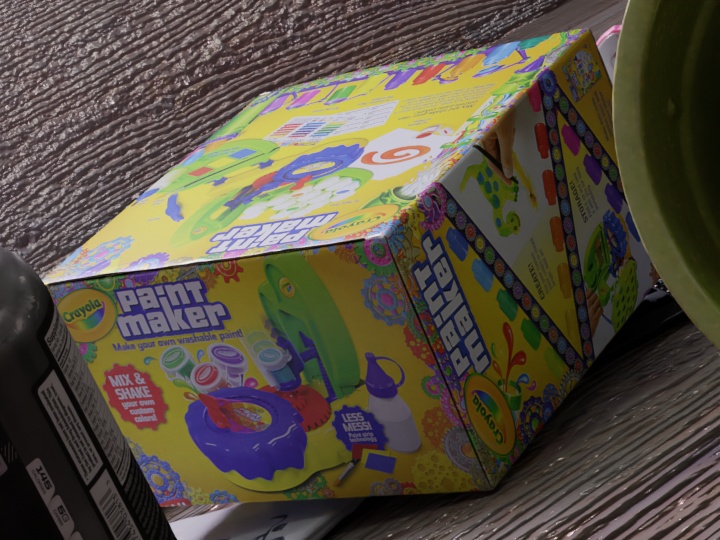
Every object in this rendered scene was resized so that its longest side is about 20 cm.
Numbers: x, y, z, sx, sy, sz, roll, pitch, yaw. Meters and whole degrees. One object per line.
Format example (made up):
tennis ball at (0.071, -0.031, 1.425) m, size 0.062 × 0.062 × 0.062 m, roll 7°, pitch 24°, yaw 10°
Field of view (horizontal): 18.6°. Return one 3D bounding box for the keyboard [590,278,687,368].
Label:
keyboard at (0.081, 0.030, 1.039) m, size 0.199 × 0.040 × 0.104 m, roll -27°, pitch 8°, yaw -8°

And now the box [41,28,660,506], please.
box at (0.000, 0.000, 0.983) m, size 0.199 × 0.122 × 0.193 m, roll -7°, pitch 25°, yaw 38°

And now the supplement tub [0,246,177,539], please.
supplement tub at (-0.142, 0.077, 0.772) m, size 0.122 × 0.200 × 0.123 m, roll -21°, pitch 24°, yaw 10°

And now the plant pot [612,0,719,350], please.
plant pot at (0.193, -0.049, 0.727) m, size 0.199 × 0.201 × 0.190 m, roll -25°, pitch -6°, yaw 12°

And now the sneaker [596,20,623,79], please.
sneaker at (0.304, -0.219, 1.957) m, size 0.199 × 0.079 × 0.095 m, roll -23°, pitch -4°, yaw 19°

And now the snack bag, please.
snack bag at (-0.103, 0.143, 0.954) m, size 0.188 × 0.021 × 0.200 m, roll -21°, pitch 9°, yaw 44°
